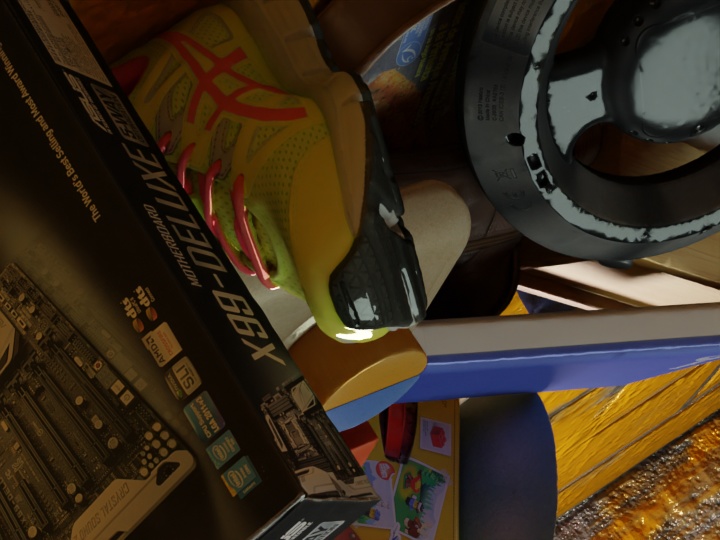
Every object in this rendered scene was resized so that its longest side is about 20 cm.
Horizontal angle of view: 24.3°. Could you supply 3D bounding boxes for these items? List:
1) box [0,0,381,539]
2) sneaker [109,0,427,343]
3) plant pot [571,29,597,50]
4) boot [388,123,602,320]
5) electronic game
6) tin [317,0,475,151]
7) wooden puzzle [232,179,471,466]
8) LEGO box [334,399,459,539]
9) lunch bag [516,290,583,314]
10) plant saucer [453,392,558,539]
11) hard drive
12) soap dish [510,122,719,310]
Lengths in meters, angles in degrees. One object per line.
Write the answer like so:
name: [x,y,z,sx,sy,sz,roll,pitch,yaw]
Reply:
box: [-0.110,0.033,0.499,0.158,0.201,0.050,-40,157,16]
sneaker: [-0.039,-0.029,0.548,0.090,0.200,0.079,-19,120,-7]
plant pot: [0.163,-0.080,0.973,0.199,0.028,0.201,-25,148,-17]
boot: [0.000,0.000,0.759,0.199,0.064,0.187,-23,153,-40]
electronic game: [0.132,-0.091,0.697,0.198,0.042,0.201,-13,127,-17]
tin: [0.016,-0.078,0.745,0.111,0.042,0.200,-25,161,-21]
wooden puzzle: [-0.051,0.066,0.646,0.184,0.046,0.201,-18,148,-34]
LEGO box: [-0.009,0.107,0.923,0.077,0.201,0.149,16,142,-17]
lunch bag: [0.205,-0.017,1.130,0.200,0.133,0.136,-39,164,14]
plant saucer: [0.045,0.153,0.908,0.038,0.202,0.201,15,141,-17]
hard drive: [0.074,0.042,0.814,0.199,0.026,0.132,-3,169,-25]
soap dish: [0.156,-0.020,0.869,0.199,0.082,0.157,15,167,-31]
